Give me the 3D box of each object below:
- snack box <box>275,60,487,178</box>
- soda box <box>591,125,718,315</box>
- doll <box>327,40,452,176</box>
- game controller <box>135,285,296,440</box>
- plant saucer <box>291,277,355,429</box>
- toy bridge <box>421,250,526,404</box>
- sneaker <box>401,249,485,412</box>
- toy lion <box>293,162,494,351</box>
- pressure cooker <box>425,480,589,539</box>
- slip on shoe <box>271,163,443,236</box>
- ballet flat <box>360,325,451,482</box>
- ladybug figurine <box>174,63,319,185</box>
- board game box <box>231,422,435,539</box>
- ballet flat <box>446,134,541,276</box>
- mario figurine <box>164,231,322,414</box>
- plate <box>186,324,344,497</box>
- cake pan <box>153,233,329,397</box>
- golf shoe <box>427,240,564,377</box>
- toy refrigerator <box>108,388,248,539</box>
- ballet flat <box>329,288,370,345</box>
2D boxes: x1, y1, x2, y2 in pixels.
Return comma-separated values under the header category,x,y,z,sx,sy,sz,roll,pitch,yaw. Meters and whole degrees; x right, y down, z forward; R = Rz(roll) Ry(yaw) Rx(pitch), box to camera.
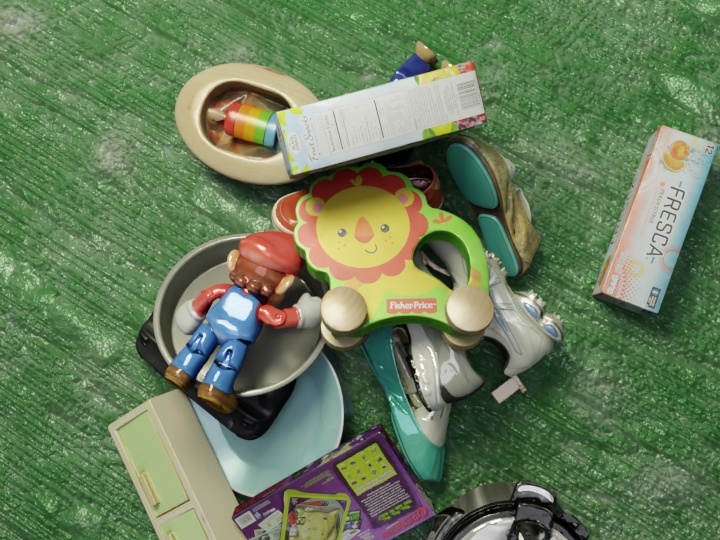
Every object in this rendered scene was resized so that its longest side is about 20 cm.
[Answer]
category,x,y,z,sx,sy,sz,roll,pitch,yaw
snack box,0.013,-0.152,0.845,0.198,0.169,0.069,-17,97,-5
soda box,0.329,-0.055,0.914,0.068,0.064,0.202,21,88,7
doll,0.029,-0.171,0.964,0.136,0.048,0.201,39,93,13
game controller,-0.169,0.103,0.941,0.199,0.042,0.105,35,83,16
plant saucer,-0.073,0.090,0.966,0.069,0.019,0.202,-22,84,4
toy bridge,0.129,0.059,0.942,0.067,0.027,0.201,-37,81,0
sneaker,0.079,0.047,0.878,0.078,0.074,0.203,-14,76,1
toy lion,0.030,-0.019,0.833,0.197,0.069,0.194,0,68,-1
pressure cooker,0.156,0.314,0.829,0.177,0.200,0.177,-30,83,3
slip on shoe,-0.003,-0.081,0.908,0.197,0.061,0.075,-9,58,-5
ballet flat,0.062,0.139,0.916,0.070,0.067,0.202,-29,80,30
ladybug figurine,-0.121,-0.169,0.967,0.198,0.072,0.137,22,88,8
board game box,-0.030,0.269,0.910,0.199,0.032,0.121,-31,98,9
ballet flat,0.151,-0.082,0.892,0.070,0.071,0.201,-28,125,2
mario figurine,-0.119,0.051,0.865,0.123,0.106,0.201,37,72,-20
plate,-0.110,0.162,0.947,0.197,0.026,0.203,0,88,17
cake pan,-0.130,0.053,0.913,0.197,0.037,0.202,1,60,-2
golf shoe,0.128,0.030,0.898,0.200,0.078,0.097,45,93,10
toy refrigerator,-0.206,0.246,0.929,0.075,0.070,0.202,-31,83,24
ballet flat,0.000,0.000,0.928,0.068,0.072,0.202,3,49,8
